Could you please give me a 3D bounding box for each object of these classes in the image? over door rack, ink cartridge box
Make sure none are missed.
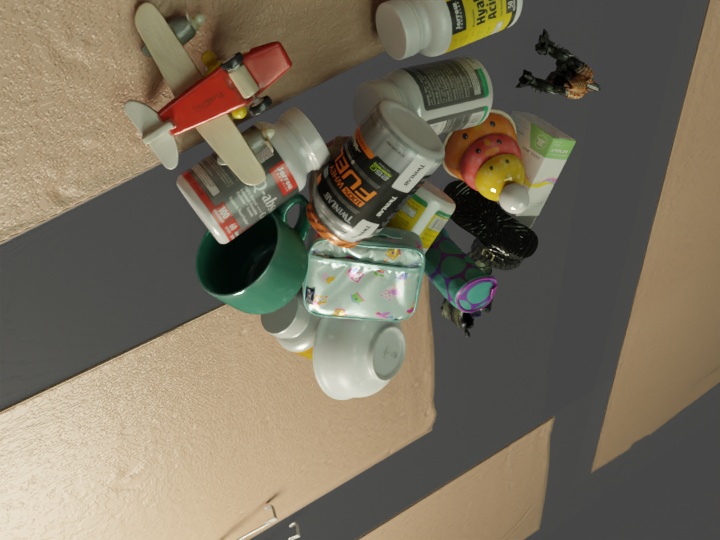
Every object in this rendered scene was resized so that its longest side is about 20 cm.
[{"bbox_3d":[-0.236,0.633,1.735,0.200,0.067,0.148,-38,141,-6],"label":"over door rack"},{"bbox_3d":[0.296,-0.179,1.430,0.067,0.117,0.200,-3,126,-39],"label":"ink cartridge box"}]

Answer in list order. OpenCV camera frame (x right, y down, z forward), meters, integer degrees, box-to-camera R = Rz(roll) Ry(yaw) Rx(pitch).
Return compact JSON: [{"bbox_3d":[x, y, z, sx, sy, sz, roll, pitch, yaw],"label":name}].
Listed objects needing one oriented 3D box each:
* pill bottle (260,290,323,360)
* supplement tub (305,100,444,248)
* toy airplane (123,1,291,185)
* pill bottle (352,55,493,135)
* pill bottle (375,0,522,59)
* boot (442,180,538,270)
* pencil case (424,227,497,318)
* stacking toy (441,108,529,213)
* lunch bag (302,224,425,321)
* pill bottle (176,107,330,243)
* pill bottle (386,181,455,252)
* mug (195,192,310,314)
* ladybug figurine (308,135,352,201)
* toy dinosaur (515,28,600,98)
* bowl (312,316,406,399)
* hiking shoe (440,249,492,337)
[{"bbox_3d":[-0.082,0.100,1.366,0.113,0.113,0.200,-50,140,8],"label":"pill bottle"},{"bbox_3d":[0.016,-0.132,1.101,0.122,0.123,0.200,9,132,-44],"label":"supplement tub"},{"bbox_3d":[-0.195,-0.220,0.980,0.199,0.141,0.200,16,124,-2],"label":"toy airplane"},{"bbox_3d":[0.096,-0.261,1.194,0.200,0.113,0.113,-18,135,-28],"label":"pill bottle"},{"bbox_3d":[0.126,-0.377,1.119,0.200,0.111,0.111,-27,138,-19],"label":"pill bottle"},{"bbox_3d":[0.234,-0.079,1.476,0.079,0.211,0.158,-50,178,-6],"label":"boot"},{"bbox_3d":[0.169,-0.003,1.416,0.092,0.200,0.085,0,121,-27],"label":"pencil case"},{"bbox_3d":[0.235,-0.169,1.313,0.146,0.200,0.146,-13,136,-13],"label":"stacking toy"},{"bbox_3d":[0.000,0.000,1.240,0.199,0.077,0.161,5,126,-6],"label":"lunch bag"},{"bbox_3d":[-0.149,-0.138,1.096,0.200,0.116,0.116,-37,140,-8],"label":"pill bottle"},{"bbox_3d":[0.065,-0.061,1.335,0.113,0.113,0.200,16,113,-46],"label":"pill bottle"},{"bbox_3d":[-0.143,-0.016,1.170,0.185,0.152,0.114,-21,148,20],"label":"mug"},{"bbox_3d":[-0.019,-0.138,1.228,0.135,0.072,0.200,-16,137,-7],"label":"ladybug figurine"},{"bbox_3d":[0.353,-0.338,1.316,0.200,0.135,0.102,-64,179,-86],"label":"toy dinosaur"},{"bbox_3d":[0.015,0.135,1.333,0.201,0.090,0.202,-15,109,-48],"label":"bowl"},{"bbox_3d":[0.247,0.038,1.595,0.076,0.101,0.200,-1,124,-40],"label":"hiking shoe"}]
